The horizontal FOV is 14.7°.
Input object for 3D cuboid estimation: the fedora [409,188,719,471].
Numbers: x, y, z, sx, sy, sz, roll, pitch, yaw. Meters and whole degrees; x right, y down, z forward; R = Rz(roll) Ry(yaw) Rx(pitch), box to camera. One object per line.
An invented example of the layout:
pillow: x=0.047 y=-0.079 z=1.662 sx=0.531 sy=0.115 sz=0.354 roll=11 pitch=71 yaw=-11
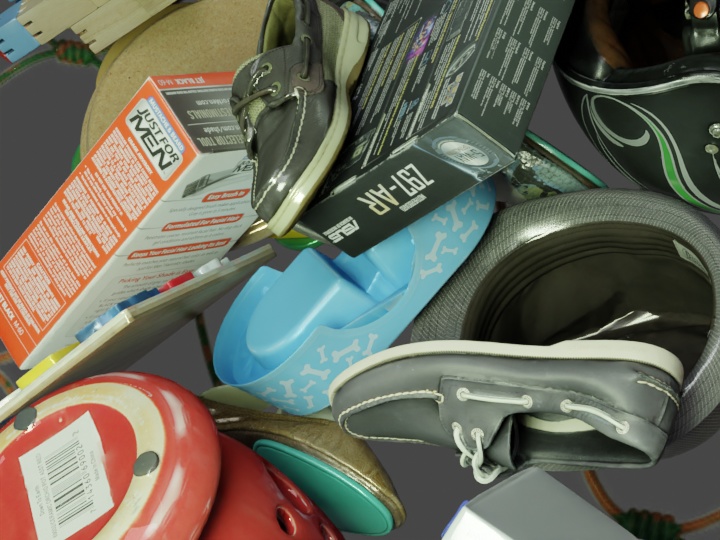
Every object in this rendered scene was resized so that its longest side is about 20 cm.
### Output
fedora: x=0.137 y=0.047 z=1.576 sx=0.199 sy=0.090 sz=0.177 roll=-6 pitch=58 yaw=26

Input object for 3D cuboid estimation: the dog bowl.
dog bowl: x=0.000 y=0.000 z=1.608 sx=0.200 sy=0.050 sz=0.111 roll=-48 pitch=26 yaw=1

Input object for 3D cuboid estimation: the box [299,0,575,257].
box: x=0.052 y=-0.120 z=1.551 sx=0.160 sy=0.043 sz=0.200 roll=-31 pitch=30 yaw=50

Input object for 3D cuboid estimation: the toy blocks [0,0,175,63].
toy blocks: x=-0.172 y=-0.204 z=1.833 sx=0.137 sy=0.100 sz=0.200 roll=-29 pitch=28 yaw=28

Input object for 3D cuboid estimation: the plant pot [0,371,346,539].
plant pot: x=-0.122 y=0.170 z=1.525 sx=0.200 sy=0.183 sz=0.201 roll=-23 pitch=42 yaw=22

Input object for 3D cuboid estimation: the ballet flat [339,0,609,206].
ballet flat: x=0.055 y=-0.082 z=1.675 sx=0.200 sy=0.074 sz=0.074 roll=38 pitch=78 yaw=9

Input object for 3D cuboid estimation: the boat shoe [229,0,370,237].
boat shoe: x=-0.043 y=-0.094 z=1.569 sx=0.072 sy=0.066 sz=0.201 roll=-51 pitch=15 yaw=34

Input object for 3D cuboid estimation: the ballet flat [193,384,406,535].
ballet flat: x=-0.052 y=0.101 z=1.643 sx=0.199 sy=0.068 sz=0.072 roll=9 pitch=45 yaw=29

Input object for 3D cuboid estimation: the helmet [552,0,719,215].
helmet: x=0.216 y=-0.122 z=1.588 sx=0.200 sy=0.191 sz=0.201 roll=-20 pitch=55 yaw=31

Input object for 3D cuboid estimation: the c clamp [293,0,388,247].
c clamp: x=0.016 y=-0.073 z=1.707 sx=0.170 sy=0.027 sz=0.200 roll=20 pitch=65 yaw=-2

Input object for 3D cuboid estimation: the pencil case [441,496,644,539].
pencil case: x=0.131 y=0.175 z=1.508 sx=0.199 sy=0.087 sz=0.078 roll=13 pitch=48 yaw=26

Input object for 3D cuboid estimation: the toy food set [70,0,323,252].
toy food set: x=-0.089 y=-0.090 z=1.769 sx=0.199 sy=0.049 sz=0.199 roll=0 pitch=61 yaw=20

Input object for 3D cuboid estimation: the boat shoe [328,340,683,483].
boat shoe: x=0.072 y=0.079 z=1.488 sx=0.199 sy=0.073 sz=0.063 roll=-5 pitch=59 yaw=22

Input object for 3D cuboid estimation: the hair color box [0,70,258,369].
hair color box: x=-0.127 y=-0.030 z=1.651 sx=0.200 sy=0.111 sz=0.064 roll=-46 pitch=67 yaw=32

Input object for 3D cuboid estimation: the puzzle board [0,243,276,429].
puzzle board: x=-0.144 y=0.043 z=1.611 sx=0.151 sy=0.200 sz=0.017 roll=-36 pitch=86 yaw=24

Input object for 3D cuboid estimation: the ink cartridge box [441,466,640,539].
ink cartridge box: x=0.075 y=0.227 z=1.403 sx=0.145 sy=0.145 sz=0.200 roll=34 pitch=104 yaw=12
